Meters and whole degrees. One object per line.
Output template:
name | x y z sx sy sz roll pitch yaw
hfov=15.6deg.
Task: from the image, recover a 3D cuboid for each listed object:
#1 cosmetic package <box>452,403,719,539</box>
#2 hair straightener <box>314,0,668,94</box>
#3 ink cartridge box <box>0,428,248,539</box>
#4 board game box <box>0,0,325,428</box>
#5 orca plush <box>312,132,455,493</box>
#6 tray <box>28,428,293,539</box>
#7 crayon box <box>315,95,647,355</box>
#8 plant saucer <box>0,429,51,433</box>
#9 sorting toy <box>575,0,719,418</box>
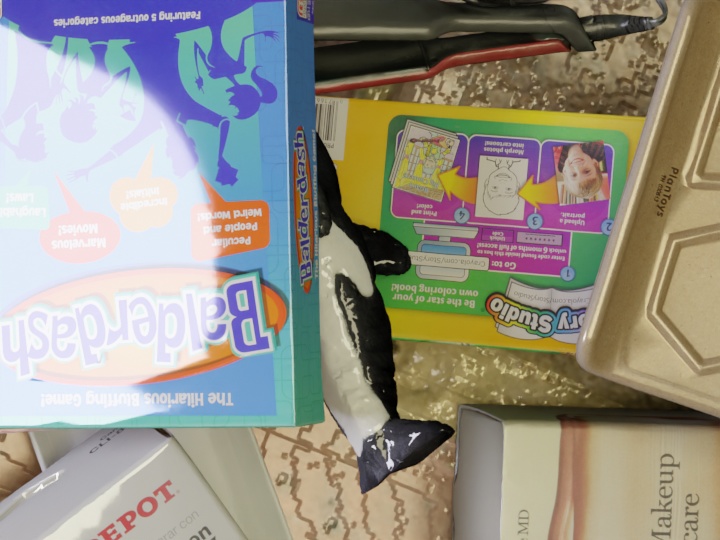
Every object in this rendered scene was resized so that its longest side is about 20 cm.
cosmetic package | 0.153 0.124 1.353 0.200 0.087 0.104 1 92 -13
hair straightener | 0.051 -0.129 1.281 0.200 0.041 0.077 -4 129 -2
ink cartridge box | -0.102 0.191 1.265 0.145 0.083 0.200 -37 105 -12
board game box | -0.095 -0.028 1.198 0.152 0.045 0.200 -2 90 17
orca plush | 0.000 0.000 1.246 0.071 0.105 0.200 -16 56 -25
tray | -0.095 0.126 1.329 0.107 0.022 0.200 -21 96 -11
crayon box | 0.050 -0.022 1.304 0.200 0.058 0.119 5 90 12
plant saucer | -0.201 -0.021 1.248 0.200 0.037 0.200 -4 91 -12
sorting toy | 0.210 -0.014 1.246 0.200 0.036 0.185 19 85 -16
